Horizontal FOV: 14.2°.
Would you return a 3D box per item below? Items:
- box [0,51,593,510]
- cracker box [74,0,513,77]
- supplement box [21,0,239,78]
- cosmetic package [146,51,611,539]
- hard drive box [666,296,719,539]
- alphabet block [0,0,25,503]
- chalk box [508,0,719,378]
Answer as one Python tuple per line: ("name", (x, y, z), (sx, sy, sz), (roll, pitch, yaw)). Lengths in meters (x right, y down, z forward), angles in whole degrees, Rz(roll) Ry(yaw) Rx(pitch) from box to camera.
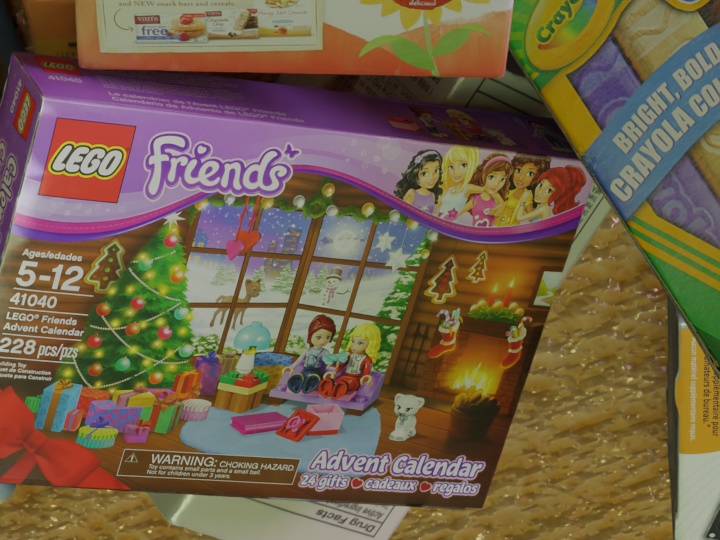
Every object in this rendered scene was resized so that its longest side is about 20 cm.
("box", (-0.033, 0.008, 0.949), (0.200, 0.039, 0.137), (5, 115, -27))
("cracker box", (-0.016, -0.148, 0.836), (0.134, 0.058, 0.200), (2, 136, -3))
("supplement box", (-0.076, -0.046, 1.081), (0.069, 0.067, 0.200), (-5, 131, 7))
("cosmetic package", (0.000, 0.000, 1.044), (0.103, 0.087, 0.200), (23, 106, -42))
("hard drive box", (0.222, 0.046, 1.145), (0.200, 0.077, 0.156), (-3, 133, 4))
("alphabet block", (-0.233, -0.031, 1.015), (0.200, 0.197, 0.196), (-9, 130, 11))
("chalk box", (0.136, -0.076, 0.962), (0.124, 0.200, 0.124), (-38, 160, 22))
